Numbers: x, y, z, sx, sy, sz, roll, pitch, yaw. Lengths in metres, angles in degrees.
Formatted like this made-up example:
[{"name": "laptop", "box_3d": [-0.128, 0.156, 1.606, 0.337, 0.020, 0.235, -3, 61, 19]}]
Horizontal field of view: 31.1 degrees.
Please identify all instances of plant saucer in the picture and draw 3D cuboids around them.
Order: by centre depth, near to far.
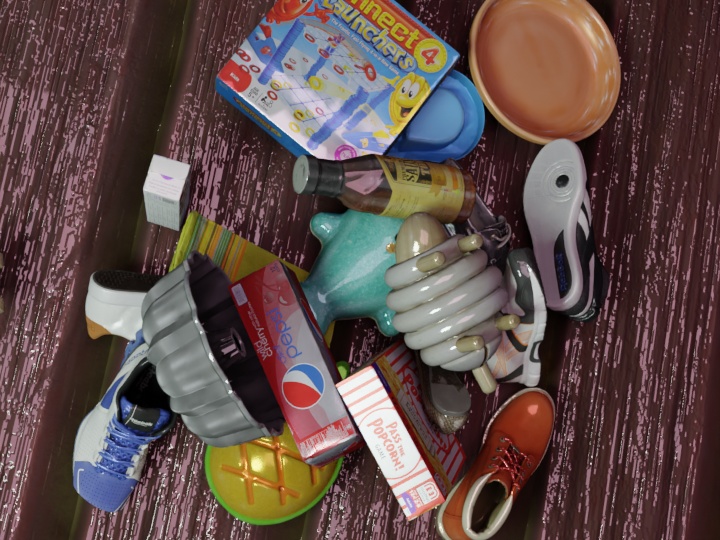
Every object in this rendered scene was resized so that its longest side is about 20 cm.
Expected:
[{"name": "plant saucer", "box_3d": [0.212, -0.241, 1.515, 0.197, 0.037, 0.204, 5, 76, -20]}]

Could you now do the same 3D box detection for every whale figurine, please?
[{"name": "whale figurine", "box_3d": [0.000, 0.000, 1.408, 0.199, 0.104, 0.160, -32, 86, -28]}]

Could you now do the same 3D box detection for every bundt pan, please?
[{"name": "bundt pan", "box_3d": [-0.152, 0.087, 1.284, 0.075, 0.202, 0.204, -25, 85, 8]}]

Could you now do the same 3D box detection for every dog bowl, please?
[{"name": "dog bowl", "box_3d": [0.042, -0.179, 1.488, 0.197, 0.050, 0.113, 6, 80, -9]}]

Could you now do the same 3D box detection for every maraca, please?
[{"name": "maraca", "box_3d": [-0.074, 0.180, 1.379, 0.199, 0.107, 0.138, -39, 88, -13]}]

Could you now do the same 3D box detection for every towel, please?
[{"name": "towel", "box_3d": [-0.110, 0.012, 1.407, 0.198, 0.018, 0.087, 28, 55, -20]}]

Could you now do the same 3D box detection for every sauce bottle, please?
[{"name": "sauce bottle", "box_3d": [0.026, -0.089, 1.362, 0.197, 0.066, 0.067, 6, 79, -29]}]

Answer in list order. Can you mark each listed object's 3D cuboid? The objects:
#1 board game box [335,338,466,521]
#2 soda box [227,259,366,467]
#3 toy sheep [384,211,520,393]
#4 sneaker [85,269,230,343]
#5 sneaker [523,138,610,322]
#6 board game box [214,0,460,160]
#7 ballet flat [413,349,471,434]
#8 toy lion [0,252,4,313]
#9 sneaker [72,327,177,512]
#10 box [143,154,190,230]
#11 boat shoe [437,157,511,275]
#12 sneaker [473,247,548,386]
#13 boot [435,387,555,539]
[{"name": "board game box", "box_3d": [0.046, 0.160, 1.351, 0.046, 0.200, 0.153, -29, 89, 11]}, {"name": "soda box", "box_3d": [-0.063, 0.095, 1.317, 0.063, 0.070, 0.202, -26, 73, 5]}, {"name": "toy sheep", "box_3d": [0.093, 0.035, 1.330, 0.136, 0.138, 0.203, -22, 91, -12]}, {"name": "sneaker", "box_3d": [-0.202, 0.054, 1.413, 0.197, 0.073, 0.086, 9, 114, -16]}, {"name": "sneaker", "box_3d": [0.239, -0.039, 1.477, 0.072, 0.112, 0.203, -7, 69, 30]}, {"name": "board game box", "box_3d": [-0.025, -0.219, 1.430, 0.199, 0.056, 0.197, 38, 79, 0]}, {"name": "ballet flat", "box_3d": [0.088, 0.108, 1.400, 0.066, 0.201, 0.047, 5, 123, -7]}, {"name": "toy lion", "box_3d": [-0.492, 0.021, 1.320, 0.198, 0.190, 0.070, 6, 76, -49]}, {"name": "sneaker", "box_3d": [-0.240, 0.157, 1.330, 0.080, 0.115, 0.202, 24, 97, -12]}, {"name": "box", "box_3d": [-0.202, -0.079, 1.355, 0.041, 0.200, 0.039, 18, 81, -5]}, {"name": "boat shoe", "box_3d": [0.135, -0.035, 1.452, 0.201, 0.071, 0.072, 51, 33, -3]}, {"name": "sneaker", "box_3d": [0.159, 0.058, 1.403, 0.079, 0.202, 0.074, -3, 44, 0]}, {"name": "boot", "box_3d": [0.161, 0.214, 1.413, 0.075, 0.107, 0.201, 33, 76, 0]}]
